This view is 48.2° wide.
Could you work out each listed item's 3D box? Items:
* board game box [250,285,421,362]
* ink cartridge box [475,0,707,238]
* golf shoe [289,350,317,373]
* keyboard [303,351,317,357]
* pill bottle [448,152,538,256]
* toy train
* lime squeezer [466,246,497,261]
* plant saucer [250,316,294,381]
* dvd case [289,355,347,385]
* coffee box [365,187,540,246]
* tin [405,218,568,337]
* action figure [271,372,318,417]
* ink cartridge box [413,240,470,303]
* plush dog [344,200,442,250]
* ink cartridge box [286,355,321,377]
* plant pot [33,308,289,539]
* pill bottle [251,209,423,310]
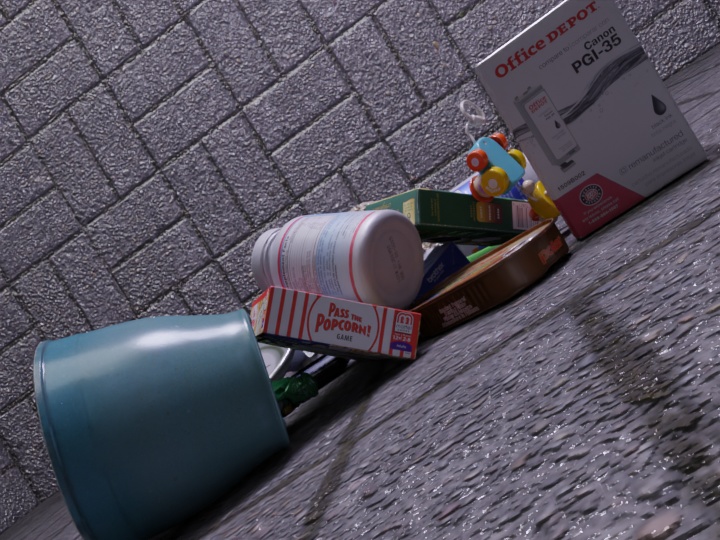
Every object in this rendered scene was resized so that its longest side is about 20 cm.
[{"bbox_3d":[-0.037,0.061,0.840,0.148,0.047,0.200,11,-9,-12],"label":"board game box"},{"bbox_3d":[0.223,-0.158,0.800,0.145,0.202,0.083,-33,1,16],"label":"ink cartridge box"},{"bbox_3d":[-0.109,0.122,1.227,0.091,0.076,0.201,-31,-14,-20],"label":"golf shoe"},{"bbox_3d":[-0.008,0.029,1.040,0.200,0.011,0.056,-44,48,-10],"label":"keyboard"},{"bbox_3d":[0.211,-0.106,1.215,0.198,0.113,0.112,-33,1,-3],"label":"pill bottle"},{"bbox_3d":[0.189,-0.115,0.931,0.056,0.196,0.153,-51,32,41],"label":"toy train"},{"bbox_3d":[0.122,0.012,1.132,0.198,0.038,0.071,-35,-30,10],"label":"lime squeezer"},{"bbox_3d":[-0.158,0.142,1.090,0.197,0.051,0.202,-27,29,16],"label":"plant saucer"},{"bbox_3d":[-0.075,0.150,1.111,0.141,0.018,0.200,-34,0,6],"label":"dvd case"},{"bbox_3d":[0.117,-0.060,0.961,0.196,0.045,0.122,2,-6,-28],"label":"coffee box"},{"bbox_3d":[0.124,0.010,0.803,0.112,0.042,0.199,-40,4,-37],"label":"tin"},{"bbox_3d":[-0.120,0.166,0.867,0.199,0.055,0.118,-36,-2,26],"label":"action figure"},{"bbox_3d":[0.058,0.025,1.047,0.094,0.044,0.199,-48,11,-22],"label":"ink cartridge box"},{"bbox_3d":[0.019,-0.034,1.201,0.198,0.161,0.173,-33,-36,-8],"label":"plush dog"},{"bbox_3d":[-0.066,0.078,1.356,0.198,0.116,0.068,-35,1,-17],"label":"ink cartridge box"},{"bbox_3d":[-0.169,0.131,0.737,0.184,0.204,0.200,-19,-1,-10],"label":"plant pot"},{"bbox_3d":[-0.032,-0.009,0.907,0.197,0.111,0.108,0,26,45],"label":"pill bottle"}]
